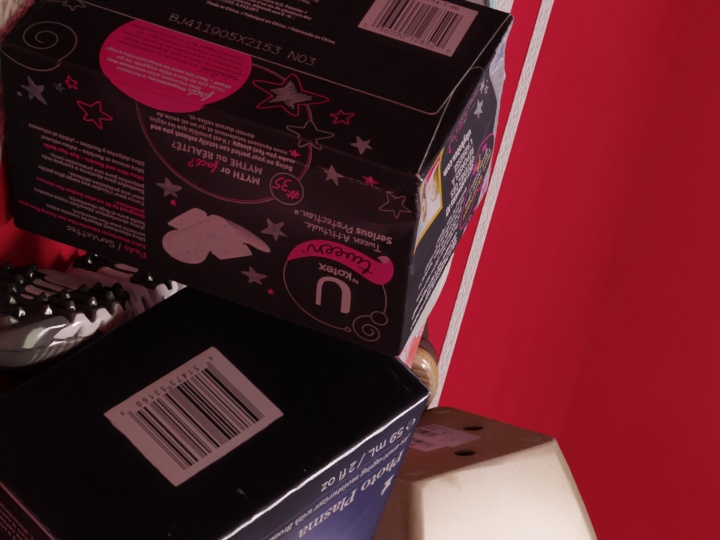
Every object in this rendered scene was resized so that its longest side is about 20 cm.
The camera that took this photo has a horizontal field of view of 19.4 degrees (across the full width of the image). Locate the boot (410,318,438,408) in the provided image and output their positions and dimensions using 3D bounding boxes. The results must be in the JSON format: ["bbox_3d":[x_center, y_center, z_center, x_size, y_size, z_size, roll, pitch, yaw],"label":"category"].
[{"bbox_3d":[0.026,0.035,1.622,0.200,0.072,0.167,129,-21,-65],"label":"boot"}]

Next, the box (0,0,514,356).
[{"bbox_3d":[-0.047,-0.068,0.966,0.115,0.199,0.132,97,17,-44],"label":"box"}]

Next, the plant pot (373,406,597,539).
[{"bbox_3d":[0.052,0.204,1.490,0.199,0.199,0.178,-13,105,-34],"label":"plant pot"}]

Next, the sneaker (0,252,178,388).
[{"bbox_3d":[-0.142,0.043,1.010,0.200,0.066,0.091,-19,123,-76],"label":"sneaker"}]

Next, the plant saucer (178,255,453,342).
[{"bbox_3d":[-0.015,0.007,1.277,0.199,0.050,0.201,-19,127,-26],"label":"plant saucer"}]

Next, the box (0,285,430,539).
[{"bbox_3d":[-0.090,0.126,1.004,0.200,0.123,0.199,-32,155,-36],"label":"box"}]

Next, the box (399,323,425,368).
[{"bbox_3d":[0.000,0.000,1.469,0.103,0.094,0.201,34,74,-75],"label":"box"}]

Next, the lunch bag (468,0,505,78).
[{"bbox_3d":[-0.009,-0.095,1.173,0.077,0.160,0.201,36,72,-76],"label":"lunch bag"}]
